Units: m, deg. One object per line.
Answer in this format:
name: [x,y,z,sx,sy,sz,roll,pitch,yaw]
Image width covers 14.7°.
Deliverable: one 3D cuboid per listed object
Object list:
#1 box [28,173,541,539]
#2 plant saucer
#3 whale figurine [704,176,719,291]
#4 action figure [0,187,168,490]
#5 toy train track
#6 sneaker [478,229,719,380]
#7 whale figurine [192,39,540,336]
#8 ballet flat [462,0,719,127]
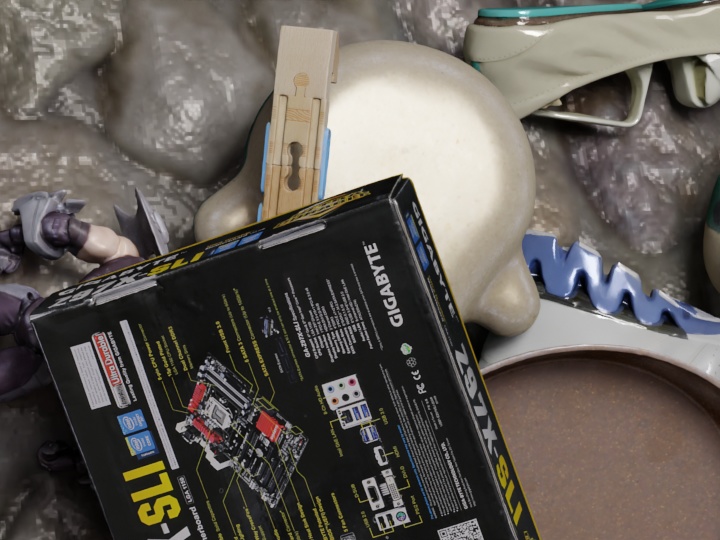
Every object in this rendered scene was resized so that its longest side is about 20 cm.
box: [-0.023,0.081,1.119,0.159,0.049,0.201,-18,100,14]
plant saucer: [0.086,0.115,1.187,0.199,0.201,0.035,14,23,-16]
whale figurine: [0.239,-0.019,1.252,0.158,0.200,0.105,3,102,-21]
action figure: [-0.141,0.028,1.174,0.199,0.069,0.131,-6,65,-38]
toy train track: [-0.028,0.000,1.165,0.114,0.033,0.202,6,92,12]
sneaker: [0.132,0.072,1.247,0.198,0.081,0.116,22,73,14]
whale figurine: [0.000,0.000,1.232,0.158,0.104,0.201,13,87,-10]
ballet flat: [0.140,-0.104,1.339,0.199,0.069,0.070,-10,74,-22]
